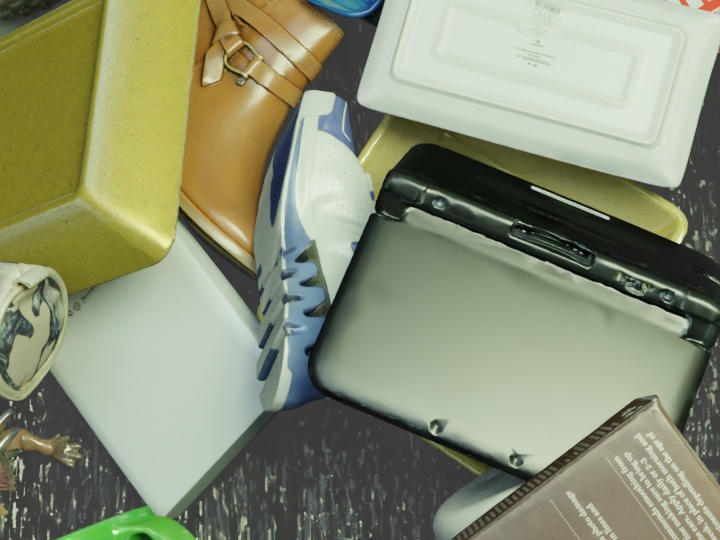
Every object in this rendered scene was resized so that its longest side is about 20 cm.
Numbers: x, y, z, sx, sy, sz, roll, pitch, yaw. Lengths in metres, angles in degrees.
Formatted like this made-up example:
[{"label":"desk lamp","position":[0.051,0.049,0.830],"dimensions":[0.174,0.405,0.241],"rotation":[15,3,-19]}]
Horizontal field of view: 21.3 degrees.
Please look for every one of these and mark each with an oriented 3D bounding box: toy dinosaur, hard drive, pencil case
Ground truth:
[{"label":"toy dinosaur","position":[-0.260,0.090,1.177],"dimensions":[0.086,0.136,0.200],"rotation":[-46,72,-2]},{"label":"hard drive","position":[-0.138,0.038,1.200],"dimensions":[0.132,0.026,0.200],"rotation":[-46,71,21]},{"label":"pencil case","position":[-0.262,0.013,1.135],"dimensions":[0.199,0.090,0.078],"rotation":[16,38,29]}]

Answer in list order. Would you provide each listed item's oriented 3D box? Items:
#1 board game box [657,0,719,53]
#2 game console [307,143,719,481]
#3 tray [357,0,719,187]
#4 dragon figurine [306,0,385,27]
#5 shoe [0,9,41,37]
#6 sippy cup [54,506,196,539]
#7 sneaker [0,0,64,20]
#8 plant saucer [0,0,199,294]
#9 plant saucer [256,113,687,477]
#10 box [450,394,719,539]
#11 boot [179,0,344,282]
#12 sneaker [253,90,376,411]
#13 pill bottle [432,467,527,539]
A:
[{"label":"board game box","position":[0.144,-0.200,1.189],"dimensions":[0.151,0.046,0.201],"rotation":[-28,59,4]},{"label":"game console","position":[0.091,0.027,1.065],"dimensions":[0.199,0.176,0.117],"rotation":[23,106,4]},{"label":"tray","position":[0.104,-0.125,1.117],"dimensions":[0.198,0.022,0.108],"rotation":[16,85,10]},{"label":"dragon figurine","position":[0.002,-0.186,1.205],"dimensions":[0.199,0.059,0.100],"rotation":[19,100,38]},{"label":"shoe","position":[-0.237,-0.244,1.291],"dimensions":[0.091,0.072,0.201],"rotation":[31,80,19]},{"label":"sippy cup","position":[-0.164,0.225,1.134],"dimensions":[0.139,0.178,0.131],"rotation":[-19,83,-30]},{"label":"sneaker","position":[-0.200,-0.214,1.227],"dimensions":[0.199,0.075,0.083],"rotation":[-19,91,-38]},{"label":"plant saucer","position":[-0.186,-0.085,1.174],"dimensions":[0.199,0.048,0.202],"rotation":[-18,60,42]},{"label":"plant saucer","position":[0.069,0.006,1.176],"dimensions":[0.199,0.048,0.201],"rotation":[32,85,16]},{"label":"box","position":[0.094,0.162,0.952],"dimensions":[0.199,0.075,0.100],"rotation":[-36,86,-2]},{"label":"boot","position":[-0.067,-0.099,1.218],"dimensions":[0.154,0.074,0.200],"rotation":[-39,75,-4]},{"label":"sneaker","position":[0.000,0.001,1.130],"dimensions":[0.114,0.081,0.201],"rotation":[10,58,-16]},{"label":"pill bottle","position":[0.131,0.199,1.063],"dimensions":[0.116,0.116,0.201],"rotation":[-27,92,4]}]
